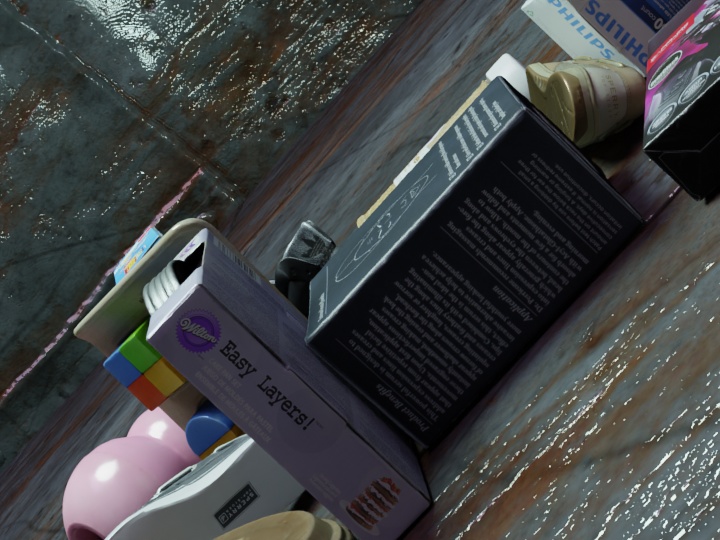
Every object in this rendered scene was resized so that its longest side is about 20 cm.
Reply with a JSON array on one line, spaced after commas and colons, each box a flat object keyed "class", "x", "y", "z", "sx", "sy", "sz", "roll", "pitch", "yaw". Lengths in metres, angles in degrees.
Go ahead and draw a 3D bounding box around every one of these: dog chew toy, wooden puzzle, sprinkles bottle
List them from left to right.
[{"class": "dog chew toy", "x": -0.155, "y": 0.168, "z": 1.292, "sx": 0.200, "sy": 0.125, "sz": 0.124, "roll": -47, "pitch": 7, "yaw": -37}, {"class": "wooden puzzle", "x": -0.107, "y": 0.076, "z": 1.165, "sx": 0.185, "sy": 0.200, "sz": 0.046, "roll": -40, "pitch": 13, "yaw": 42}, {"class": "sprinkles bottle", "x": 0.085, "y": -0.092, "z": 1.341, "sx": 0.200, "sy": 0.068, "sz": 0.068, "roll": -48, "pitch": 10, "yaw": 8}]

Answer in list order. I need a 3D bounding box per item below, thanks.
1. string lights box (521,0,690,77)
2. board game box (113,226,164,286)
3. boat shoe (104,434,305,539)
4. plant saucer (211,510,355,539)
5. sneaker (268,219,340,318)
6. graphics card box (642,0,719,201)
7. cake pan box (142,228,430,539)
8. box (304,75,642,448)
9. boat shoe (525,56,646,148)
[{"class": "string lights box", "x": 0.226, "y": -0.249, "z": 1.208, "sx": 0.200, "sy": 0.103, "sz": 0.059, "roll": -52, "pitch": 11, "yaw": -19}, {"class": "board game box", "x": -0.114, "y": 0.049, "z": 1.301, "sx": 0.056, "sy": 0.200, "sz": 0.196, "roll": -50, "pitch": 10, "yaw": -4}, {"class": "boat shoe", "x": -0.118, "y": 0.175, "z": 1.092, "sx": 0.200, "sy": 0.072, "sz": 0.068, "roll": -40, "pitch": 11, "yaw": -27}, {"class": "plant saucer", "x": -0.095, "y": 0.205, "z": 0.950, "sx": 0.199, "sy": 0.030, "sz": 0.200, "roll": -28, "pitch": 8, "yaw": 4}, {"class": "sneaker", "x": 0.000, "y": 0.000, "z": 1.232, "sx": 0.200, "sy": 0.114, "sz": 0.076, "roll": -40, "pitch": 13, "yaw": 41}, {"class": "graphics card box", "x": 0.229, "y": -0.133, "z": 0.922, "sx": 0.125, "sy": 0.051, "sz": 0.200, "roll": -44, "pitch": 12, "yaw": 27}, {"class": "cake pan box", "x": -0.047, "y": 0.065, "z": 0.956, "sx": 0.052, "sy": 0.200, "sz": 0.184, "roll": -45, "pitch": 13, "yaw": 4}, {"class": "box", "x": 0.067, "y": -0.010, "z": 1.003, "sx": 0.200, "sy": 0.107, "sz": 0.149, "roll": -47, "pitch": 11, "yaw": 10}, {"class": "boat shoe", "x": 0.166, "y": -0.125, "z": 1.149, "sx": 0.064, "sy": 0.073, "sz": 0.200, "roll": -13, "pitch": 5, "yaw": -2}]
